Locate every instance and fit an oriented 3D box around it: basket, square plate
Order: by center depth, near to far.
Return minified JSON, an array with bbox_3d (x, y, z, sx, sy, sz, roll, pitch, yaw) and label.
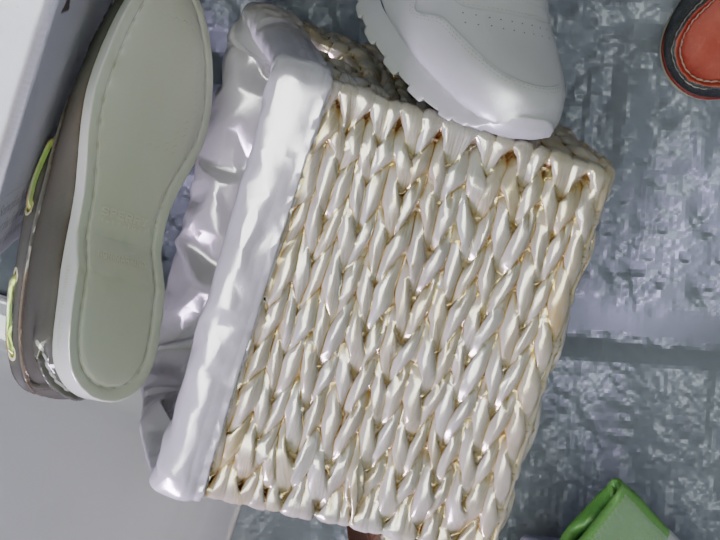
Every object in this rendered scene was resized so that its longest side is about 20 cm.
[{"bbox_3d":[0.000,0.000,1.168,0.160,0.198,0.201,14,101,-10],"label":"basket"},{"bbox_3d":[-0.157,0.109,1.231,0.197,0.201,0.029,18,144,-1],"label":"square plate"}]

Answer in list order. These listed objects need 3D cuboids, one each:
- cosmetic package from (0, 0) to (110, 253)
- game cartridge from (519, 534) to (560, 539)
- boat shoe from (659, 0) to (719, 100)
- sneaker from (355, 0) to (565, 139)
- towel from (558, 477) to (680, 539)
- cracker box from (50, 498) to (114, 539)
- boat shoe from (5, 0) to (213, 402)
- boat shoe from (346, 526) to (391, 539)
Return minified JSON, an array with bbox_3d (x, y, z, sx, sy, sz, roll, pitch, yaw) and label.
[{"bbox_3d":[-0.229,-0.114,1.179,0.199,0.165,0.166,20,103,1],"label":"cosmetic package"},{"bbox_3d":[0.100,0.230,1.250,0.133,0.040,0.201,10,96,-31],"label":"game cartridge"},{"bbox_3d":[0.230,-0.136,1.198,0.199,0.063,0.071,-25,101,9],"label":"boat shoe"},{"bbox_3d":[0.043,-0.140,1.098,0.076,0.201,0.081,10,133,-37],"label":"sneaker"},{"bbox_3d":[0.131,0.212,1.233,0.149,0.031,0.200,-51,120,-16],"label":"towel"},{"bbox_3d":[-0.143,0.224,1.296,0.134,0.058,0.201,33,102,-2],"label":"cracker box"},{"bbox_3d":[-0.118,-0.040,1.181,0.060,0.072,0.203,-3,71,44],"label":"boat shoe"},{"bbox_3d":[0.051,0.184,1.275,0.074,0.075,0.204,-19,106,-12],"label":"boat shoe"}]
